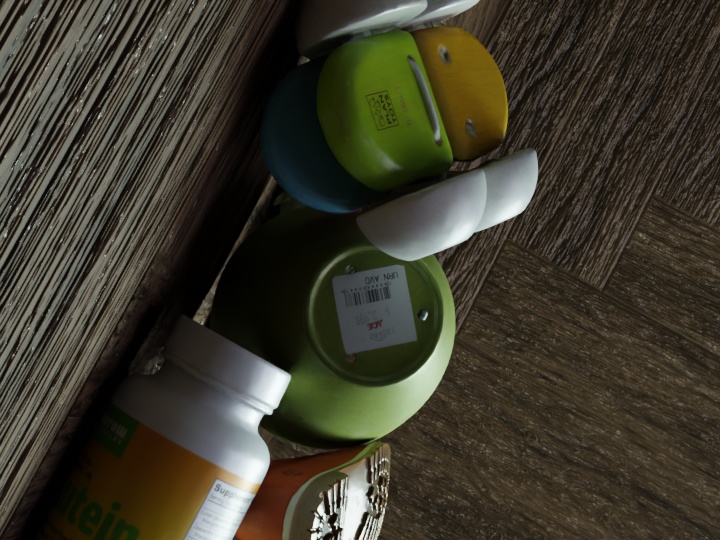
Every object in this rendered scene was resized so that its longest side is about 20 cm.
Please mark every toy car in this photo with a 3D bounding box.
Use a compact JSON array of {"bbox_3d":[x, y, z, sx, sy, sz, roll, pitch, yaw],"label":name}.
[{"bbox_3d":[0.012,-0.095,0.849,0.149,0.177,0.199,-18,-176,31],"label":"toy car"}]

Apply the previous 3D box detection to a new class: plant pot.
[{"bbox_3d":[-0.009,0.035,0.928,0.189,0.186,0.200,-61,-175,-8],"label":"plant pot"}]

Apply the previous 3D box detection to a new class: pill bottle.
[{"bbox_3d":[-0.125,0.136,0.834,0.202,0.110,0.111,-62,177,-6],"label":"pill bottle"}]

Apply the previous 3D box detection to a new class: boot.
[{"bbox_3d":[-0.042,0.159,0.957,0.200,0.106,0.076,4,92,-69],"label":"boot"}]

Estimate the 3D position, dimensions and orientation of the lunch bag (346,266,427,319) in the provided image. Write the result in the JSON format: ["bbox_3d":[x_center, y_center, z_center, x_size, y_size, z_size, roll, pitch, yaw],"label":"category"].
[{"bbox_3d":[0.005,0.013,1.400,0.141,0.166,0.200,-62,176,0],"label":"lunch bag"}]

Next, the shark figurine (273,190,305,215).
[{"bbox_3d":[-0.024,-0.056,1.098,0.128,0.089,0.216,-54,172,-46],"label":"shark figurine"}]

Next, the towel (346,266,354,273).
[{"bbox_3d":[0.000,0.000,1.142,0.201,0.024,0.147,-54,-179,-21],"label":"towel"}]
